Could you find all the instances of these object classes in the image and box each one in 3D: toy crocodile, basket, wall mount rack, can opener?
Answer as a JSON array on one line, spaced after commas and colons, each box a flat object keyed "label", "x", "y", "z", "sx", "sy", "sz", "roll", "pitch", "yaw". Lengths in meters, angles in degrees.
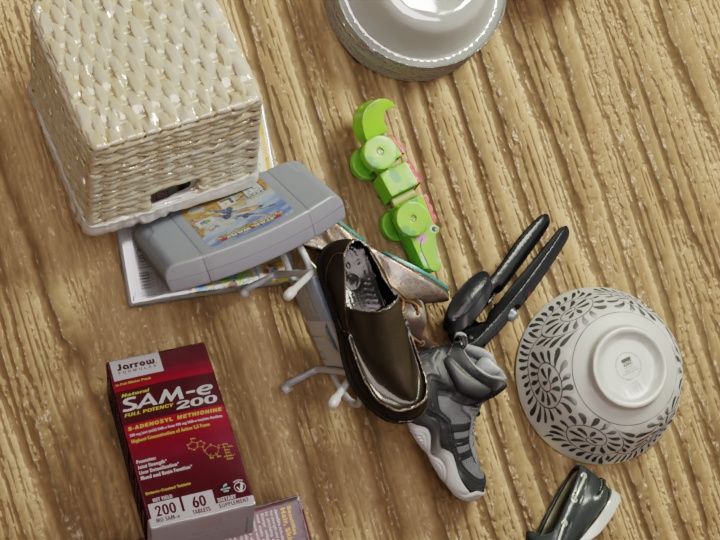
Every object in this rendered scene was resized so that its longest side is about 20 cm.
[{"label": "toy crocodile", "x": 0.041, "y": -0.090, "z": 1.770, "sx": 0.062, "sy": 0.067, "sz": 0.201, "roll": -24, "pitch": 87, "yaw": -17}, {"label": "basket", "x": -0.219, "y": -0.174, "z": 1.645, "sx": 0.197, "sy": 0.161, "sz": 0.201, "roll": -18, "pitch": 67, "yaw": -17}, {"label": "wall mount rack", "x": -0.054, "y": 0.065, "z": 1.657, "sx": 0.074, "sy": 0.174, "sz": 0.201, "roll": -26, "pitch": 100, "yaw": -21}, {"label": "can opener", "x": 0.164, "y": 0.015, "z": 1.786, "sx": 0.063, "sy": 0.079, "sz": 0.200, "roll": 42, "pitch": 65, "yaw": 12}]

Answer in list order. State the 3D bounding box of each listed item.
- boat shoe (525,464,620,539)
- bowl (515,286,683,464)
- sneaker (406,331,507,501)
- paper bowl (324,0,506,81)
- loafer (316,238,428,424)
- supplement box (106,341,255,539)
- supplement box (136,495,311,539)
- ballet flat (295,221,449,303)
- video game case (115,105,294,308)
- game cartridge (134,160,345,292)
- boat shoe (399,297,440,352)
[{"label": "boat shoe", "x": 0.201, "y": 0.299, "z": 1.748, "sx": 0.060, "sy": 0.076, "sz": 0.200, "roll": 41, "pitch": 62, "yaw": -5}, {"label": "bowl", "x": 0.278, "y": 0.110, "z": 1.782, "sx": 0.199, "sy": 0.094, "sz": 0.202, "roll": 2, "pitch": 80, "yaw": -12}, {"label": "sneaker", "x": 0.111, "y": 0.152, "z": 1.702, "sx": 0.113, "sy": 0.076, "sz": 0.200, "roll": -30, "pitch": 121, "yaw": 4}, {"label": "paper bowl", "x": 0.065, "y": -0.317, "z": 1.795, "sx": 0.199, "sy": 0.104, "sz": 0.202, "roll": 2, "pitch": 82, "yaw": -14}, {"label": "loafer", "x": 0.012, "y": 0.057, "z": 1.610, "sx": 0.073, "sy": 0.071, "sz": 0.201, "roll": -22, "pitch": 80, "yaw": -18}, {"label": "supplement box", "x": -0.182, "y": 0.176, "z": 1.632, "sx": 0.108, "sy": 0.061, "sz": 0.201, "roll": -12, "pitch": 54, "yaw": -15}, {"label": "supplement box", "x": -0.148, "y": 0.309, "z": 1.650, "sx": 0.199, "sy": 0.086, "sz": 0.111, "roll": -14, "pitch": 84, "yaw": -15}, {"label": "ballet flat", "x": 0.000, "y": 0.000, "z": 1.746, "sx": 0.199, "sy": 0.068, "sz": 0.067, "roll": 31, "pitch": 79, "yaw": -8}, {"label": "video game case", "x": -0.175, "y": -0.072, "z": 1.739, "sx": 0.181, "sy": 0.023, "sz": 0.201, "roll": -9, "pitch": 82, "yaw": -15}, {"label": "game cartridge", "x": -0.123, "y": -0.046, "z": 1.668, "sx": 0.199, "sy": 0.133, "sz": 0.042, "roll": -24, "pitch": 116, "yaw": -15}, {"label": "boat shoe", "x": 0.038, "y": 0.056, "z": 1.717, "sx": 0.072, "sy": 0.072, "sz": 0.200, "roll": -48, "pitch": 116, "yaw": -6}]
